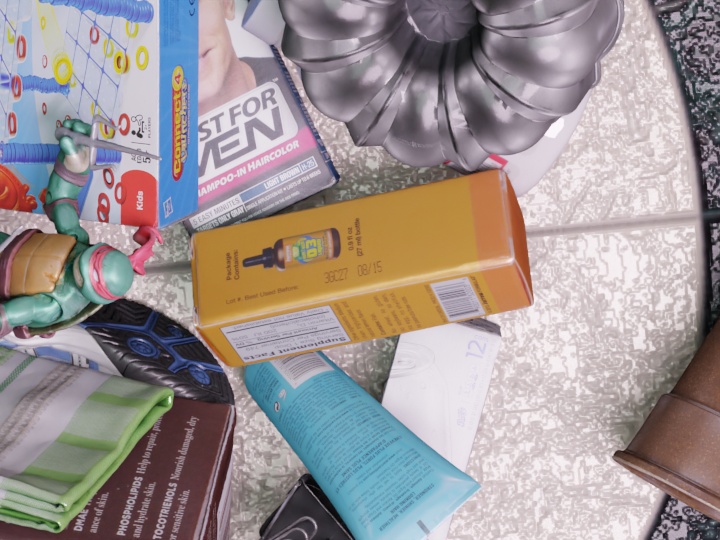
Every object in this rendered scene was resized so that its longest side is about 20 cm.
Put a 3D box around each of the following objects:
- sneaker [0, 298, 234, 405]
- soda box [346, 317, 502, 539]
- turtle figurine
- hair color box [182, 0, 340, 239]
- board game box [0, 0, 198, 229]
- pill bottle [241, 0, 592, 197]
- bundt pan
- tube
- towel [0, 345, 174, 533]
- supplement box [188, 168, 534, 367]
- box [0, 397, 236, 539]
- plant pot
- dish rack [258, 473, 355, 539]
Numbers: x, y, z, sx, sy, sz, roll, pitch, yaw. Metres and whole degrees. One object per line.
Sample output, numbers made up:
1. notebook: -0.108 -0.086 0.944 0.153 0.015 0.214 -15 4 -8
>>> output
1. sneaker: -0.173 0.059 1.451 0.199 0.076 0.078 24 113 3
2. soda box: 0.033 0.124 1.440 0.063 0.068 0.202 16 95 1
3. turtle figurine: -0.198 -0.005 1.330 0.199 0.150 0.101 -6 127 35
4. hair color box: -0.100 -0.123 1.432 0.099 0.061 0.201 -26 92 4
5. board game box: -0.195 -0.136 1.389 0.194 0.056 0.202 7 106 21
6. pill bottle: 0.034 -0.136 1.384 0.199 0.112 0.113 28 95 -11
7. bundt pan: 0.043 -0.140 1.264 0.200 0.076 0.203 7 123 10
8. tube: -0.006 0.103 1.380 0.077 0.200 0.050 -44 128 -2
9. towel: -0.227 0.082 1.343 0.198 0.149 0.031 11 123 18
10. supplement box: 0.000 0.000 1.385 0.198 0.069 0.067 -10 61 10
11. box: -0.183 0.179 1.380 0.198 0.165 0.167 5 120 3
12. plant pot: 0.283 0.073 1.373 0.199 0.200 0.199 29 88 0
13. dish rack: -0.020 0.213 1.320 0.055 0.200 0.154 -42 90 18
